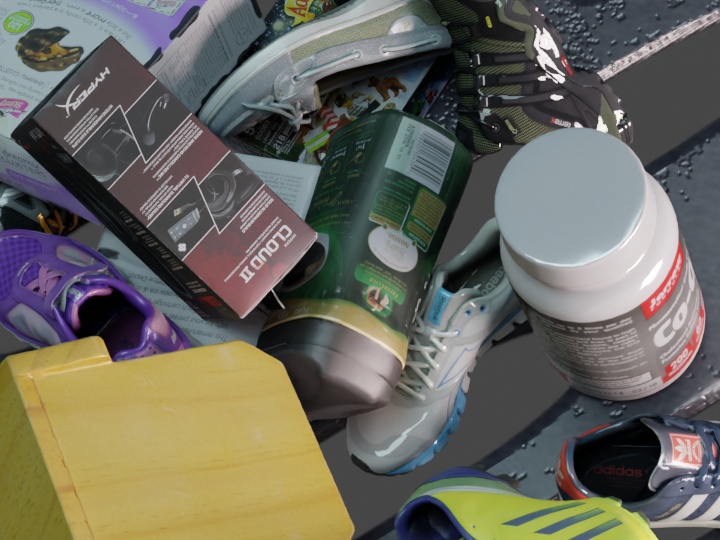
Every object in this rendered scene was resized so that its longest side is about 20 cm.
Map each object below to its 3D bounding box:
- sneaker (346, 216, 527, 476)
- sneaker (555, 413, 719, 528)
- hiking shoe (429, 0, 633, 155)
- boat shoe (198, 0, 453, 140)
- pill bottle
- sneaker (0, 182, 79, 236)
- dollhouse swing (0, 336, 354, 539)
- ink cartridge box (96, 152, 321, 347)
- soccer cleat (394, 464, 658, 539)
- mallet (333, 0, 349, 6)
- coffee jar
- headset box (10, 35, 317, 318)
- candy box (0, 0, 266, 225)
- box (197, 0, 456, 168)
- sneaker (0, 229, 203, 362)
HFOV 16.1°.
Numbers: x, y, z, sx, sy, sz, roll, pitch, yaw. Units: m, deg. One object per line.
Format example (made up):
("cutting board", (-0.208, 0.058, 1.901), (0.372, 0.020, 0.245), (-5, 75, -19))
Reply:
("sneaker", (0.050, 0.044, 1.699), (0.075, 0.087, 0.200), (29, 78, 23))
("sneaker", (0.220, 0.122, 1.615), (0.199, 0.085, 0.075), (-11, 63, 10))
("hiking shoe", (0.092, -0.130, 1.729), (0.200, 0.076, 0.101), (44, 86, -10))
("boat shoe", (-0.017, -0.141, 1.769), (0.201, 0.074, 0.065), (-28, 84, -7))
("pill bottle", (0.152, -0.003, 1.626), (0.113, 0.200, 0.114), (-6, 65, 13))
("sneaker", (-0.215, -0.067, 1.831), (0.077, 0.078, 0.201), (19, 71, 17))
("dollhouse swing", (-0.136, 0.161, 1.576), (0.182, 0.175, 0.201), (-50, 54, 38))
("ink cartridge box", (-0.109, 0.022, 1.753), (0.146, 0.086, 0.201), (10, 70, 20))
("soccer cleat", (0.105, 0.173, 1.597), (0.084, 0.065, 0.200), (-27, 26, -36))
("mallet", (-0.005, -0.206, 1.736), (0.066, 0.200, 0.041), (-25, 94, 10))
("coffee jar", (0.000, 0.000, 1.675), (0.104, 0.085, 0.201), (-19, 45, 57))
("headset box", (-0.121, -0.048, 1.621), (0.200, 0.149, 0.077), (45, 80, -9))
("candy box", (-0.194, -0.147, 1.787), (0.167, 0.072, 0.200), (23, 63, 32))
("box", (-0.006, -0.155, 1.833), (0.136, 0.038, 0.200), (27, 76, 24))
("sneaker", (-0.184, 0.024, 1.678), (0.200, 0.089, 0.081), (34, 80, 30))
